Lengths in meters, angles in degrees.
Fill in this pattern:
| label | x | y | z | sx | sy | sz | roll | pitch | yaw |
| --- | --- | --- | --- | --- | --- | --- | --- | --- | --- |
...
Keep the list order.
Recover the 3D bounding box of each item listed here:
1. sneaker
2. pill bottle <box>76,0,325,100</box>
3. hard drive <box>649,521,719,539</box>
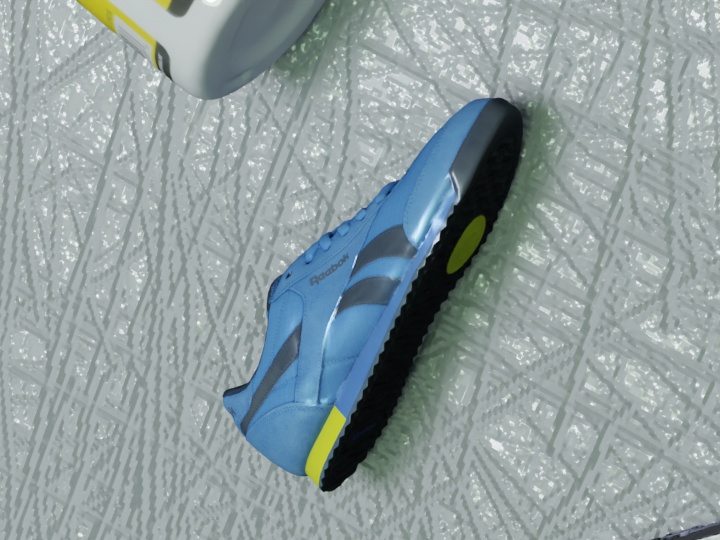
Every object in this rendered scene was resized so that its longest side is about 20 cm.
| label | x | y | z | sx | sy | sz | roll | pitch | yaw |
| --- | --- | --- | --- | --- | --- | --- | --- | --- | --- |
| sneaker | 0.000 | 0.000 | 1.281 | 0.078 | 0.066 | 0.200 | 36 | 113 | 19 |
| pill bottle | -0.108 | -0.176 | 1.271 | 0.200 | 0.111 | 0.111 | 40 | 113 | 12 |
| hard drive | 0.172 | 0.208 | 1.257 | 0.139 | 0.038 | 0.201 | -18 | 91 | 26 |
